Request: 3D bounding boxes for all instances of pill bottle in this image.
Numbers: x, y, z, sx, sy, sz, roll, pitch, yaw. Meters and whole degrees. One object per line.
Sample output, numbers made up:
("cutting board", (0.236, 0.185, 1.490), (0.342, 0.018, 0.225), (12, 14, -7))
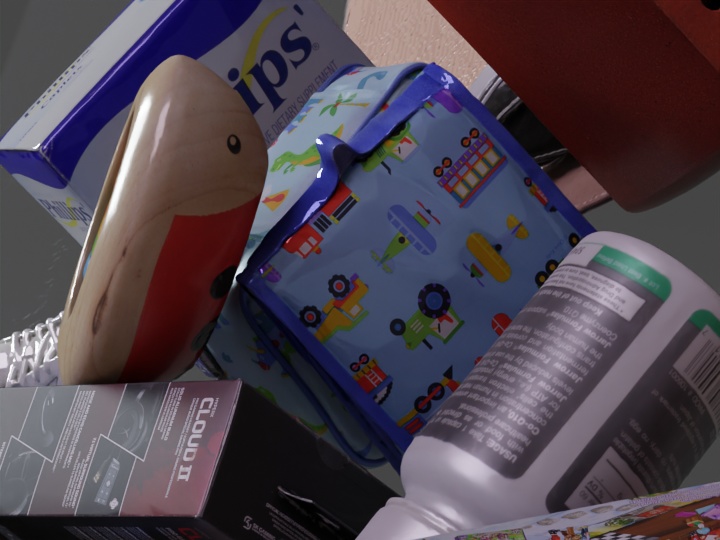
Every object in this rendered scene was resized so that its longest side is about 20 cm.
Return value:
("pill bottle", (0.091, 0.088, 1.430), (0.200, 0.113, 0.113), (-49, 28, -16))

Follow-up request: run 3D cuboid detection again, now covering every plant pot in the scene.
("plant pot", (0.175, -0.165, 1.560), (0.200, 0.200, 0.176), (-47, 14, -11))

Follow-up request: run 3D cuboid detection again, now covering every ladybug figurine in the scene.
("ladybug figurine", (-0.098, -0.013, 1.500), (0.136, 0.072, 0.200), (-84, 14, -52))

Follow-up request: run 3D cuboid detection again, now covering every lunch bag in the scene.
("lunch bag", (0.040, 0.007, 1.519), (0.151, 0.200, 0.094), (-45, 28, -9))
("lunch bag", (0.000, 0.000, 1.628), (0.082, 0.161, 0.200), (1, 46, 48))

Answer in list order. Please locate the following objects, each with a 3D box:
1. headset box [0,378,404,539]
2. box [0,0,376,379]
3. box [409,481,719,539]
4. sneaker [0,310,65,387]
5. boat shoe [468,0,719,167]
("headset box", (-0.082, 0.120, 1.494), (0.199, 0.149, 0.078), (-2, 61, 40))
("box", (-0.077, -0.065, 1.768), (0.184, 0.200, 0.105), (-48, 18, -12))
("box", (0.110, 0.153, 1.294), (0.199, 0.039, 0.137), (-10, 29, -3))
("sneaker", (-0.175, 0.060, 1.744), (0.200, 0.099, 0.078), (114, 164, -56))
("boat shoe", (0.139, -0.113, 1.712), (0.200, 0.071, 0.064), (-37, 26, 6))
